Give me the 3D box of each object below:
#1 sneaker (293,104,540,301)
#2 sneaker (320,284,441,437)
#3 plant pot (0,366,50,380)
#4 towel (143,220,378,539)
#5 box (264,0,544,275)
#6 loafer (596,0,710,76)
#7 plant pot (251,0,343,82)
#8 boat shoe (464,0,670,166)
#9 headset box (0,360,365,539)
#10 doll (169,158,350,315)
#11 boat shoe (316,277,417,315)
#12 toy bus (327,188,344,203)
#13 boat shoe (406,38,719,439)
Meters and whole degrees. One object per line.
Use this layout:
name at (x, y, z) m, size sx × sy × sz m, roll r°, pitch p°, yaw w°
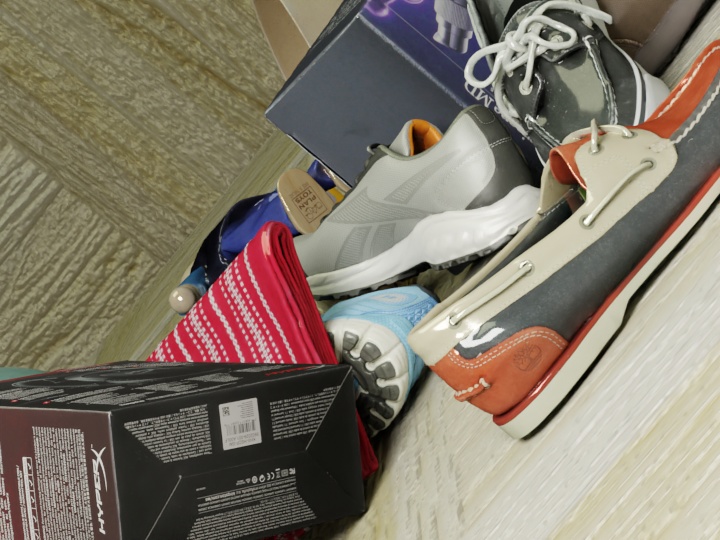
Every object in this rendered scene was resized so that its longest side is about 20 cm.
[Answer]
sneaker at (0.023, -0.034, 1.224) m, size 0.074 × 0.080 × 0.200 m, roll -21°, pitch 1°, yaw -40°
sneaker at (-0.018, 0.065, 1.247) m, size 0.090 × 0.079 × 0.200 m, roll -41°, pitch 7°, yaw -40°
plant pot at (-0.201, 0.152, 1.497) m, size 0.134 × 0.201 × 0.201 m, roll -13°, pitch 29°, yaw 31°
towel at (-0.068, 0.083, 1.204) m, size 0.022 × 0.145 × 0.200 m, roll -3°, pitch -28°, yaw -37°
box at (0.061, -0.123, 1.316) m, size 0.104 × 0.148 × 0.200 m, roll -43°, pitch 13°, yaw 44°
loafer at (0.165, -0.175, 1.231) m, size 0.200 × 0.071 × 0.073 m, roll -53°, pitch 8°, yaw -13°
plant pot at (0.027, -0.147, 1.576) m, size 0.134 × 0.201 × 0.200 m, roll -28°, pitch 6°, yaw -6°
boat shoe at (0.094, -0.102, 1.122) m, size 0.074 × 0.068 × 0.200 m, roll -46°, pitch 31°, yaw 24°
headset box at (-0.120, 0.089, 1.117) m, size 0.148 × 0.078 × 0.199 m, roll -8°, pitch 3°, yaw -44°
doll at (-0.065, -0.017, 1.396) m, size 0.136 × 0.048 × 0.200 m, roll -46°, pitch 5°, yaw -31°
boat shoe at (0.000, 0.000, 1.370) m, size 0.069 × 0.074 × 0.200 m, roll -48°, pitch 12°, yaw 5°
toy bus at (-0.054, 0.026, 1.544) m, size 0.065 × 0.078 × 0.200 m, roll -44°, pitch 10°, yaw 41°
boat shoe at (0.099, -0.025, 0.955) m, size 0.200 × 0.063 × 0.071 m, roll -52°, pitch 6°, yaw -13°
